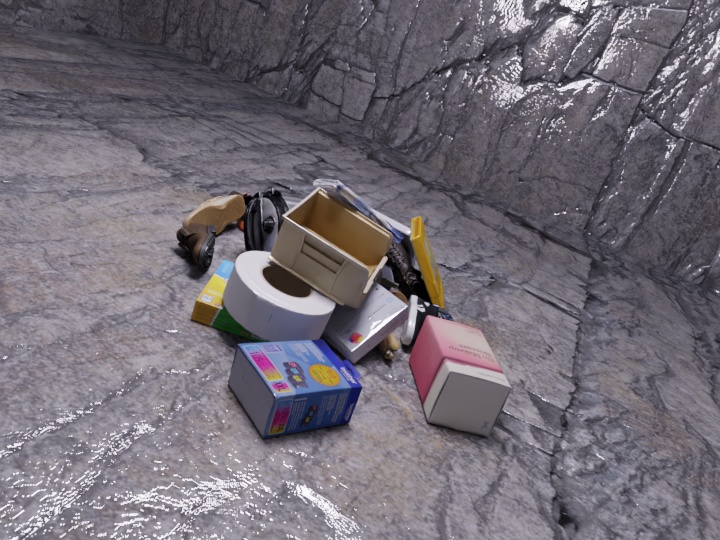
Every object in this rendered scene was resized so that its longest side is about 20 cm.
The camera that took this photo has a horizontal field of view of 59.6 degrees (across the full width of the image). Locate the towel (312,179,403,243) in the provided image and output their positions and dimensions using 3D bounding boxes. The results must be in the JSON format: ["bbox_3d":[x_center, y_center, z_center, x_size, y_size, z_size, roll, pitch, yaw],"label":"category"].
[{"bbox_3d":[-0.009,-0.127,1.348,0.199,0.024,0.146,39,-7,-26],"label":"towel"}]

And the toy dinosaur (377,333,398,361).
[{"bbox_3d":[0.041,0.122,1.303,0.100,0.059,0.201,34,28,-9],"label":"toy dinosaur"}]

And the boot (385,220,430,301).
[{"bbox_3d":[0.100,-0.025,1.563,0.200,0.069,0.175,42,12,-42],"label":"boot"}]

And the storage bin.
[{"bbox_3d":[-0.048,-0.045,1.211,0.196,0.095,0.200,31,26,2],"label":"storage bin"}]

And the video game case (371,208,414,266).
[{"bbox_3d":[0.059,-0.098,1.707,0.197,0.023,0.183,29,-21,20],"label":"video game case"}]

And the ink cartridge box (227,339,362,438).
[{"bbox_3d":[-0.091,0.178,0.994,0.197,0.078,0.136,4,27,-41],"label":"ink cartridge box"}]

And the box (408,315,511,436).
[{"bbox_3d":[0.178,0.190,1.167,0.125,0.111,0.201,16,21,-13],"label":"box"}]

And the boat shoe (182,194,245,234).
[{"bbox_3d":[-0.356,-0.128,1.493,0.068,0.076,0.199,3,21,29],"label":"boat shoe"}]

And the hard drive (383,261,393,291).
[{"bbox_3d":[0.011,-0.006,1.572,0.132,0.043,0.201,16,21,-12],"label":"hard drive"}]

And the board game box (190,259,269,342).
[{"bbox_3d":[-0.221,0.057,1.204,0.150,0.041,0.201,19,21,-5],"label":"board game box"}]

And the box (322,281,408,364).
[{"bbox_3d":[-0.025,0.073,1.250,0.155,0.042,0.199,-36,51,-26],"label":"box"}]

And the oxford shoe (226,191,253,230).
[{"bbox_3d":[-0.297,-0.170,1.632,0.070,0.074,0.200,6,26,-34],"label":"oxford shoe"}]

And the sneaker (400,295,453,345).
[{"bbox_3d":[0.151,0.116,1.369,0.109,0.075,0.200,20,20,1],"label":"sneaker"}]

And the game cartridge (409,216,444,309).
[{"bbox_3d":[0.169,-0.017,1.570,0.032,0.204,0.177,-18,18,12],"label":"game cartridge"}]

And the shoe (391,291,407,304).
[{"bbox_3d":[0.010,0.077,1.372,0.196,0.053,0.072,5,68,-30],"label":"shoe"}]

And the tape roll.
[{"bbox_3d":[-0.146,0.048,1.137,0.199,0.072,0.203,25,22,-10],"label":"tape roll"}]

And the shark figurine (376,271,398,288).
[{"bbox_3d":[0.005,-0.012,1.375,0.089,0.219,0.127,-36,37,-31],"label":"shark figurine"}]

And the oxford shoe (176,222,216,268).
[{"bbox_3d":[-0.347,-0.053,1.319,0.082,0.075,0.200,11,11,-17],"label":"oxford shoe"}]

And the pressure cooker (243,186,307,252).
[{"bbox_3d":[-0.168,-0.080,1.390,0.196,0.182,0.176,4,29,-38],"label":"pressure cooker"}]
